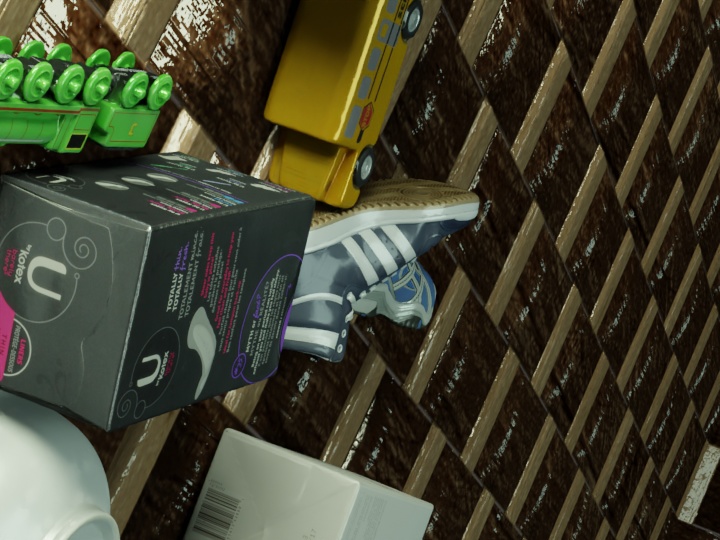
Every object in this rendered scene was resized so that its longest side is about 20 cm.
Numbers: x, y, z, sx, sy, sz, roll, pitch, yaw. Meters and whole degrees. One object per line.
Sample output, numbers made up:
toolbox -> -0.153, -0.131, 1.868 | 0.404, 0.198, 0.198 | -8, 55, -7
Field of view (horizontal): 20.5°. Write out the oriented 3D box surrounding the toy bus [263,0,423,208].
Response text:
toy bus -> -0.011, -0.148, 1.366 | 0.078, 0.065, 0.202 | 7, 102, -68

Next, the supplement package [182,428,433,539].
supplement package -> -0.041, 0.208, 1.535 | 0.122, 0.119, 0.200 | -69, 159, -5

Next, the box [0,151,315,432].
box -> -0.125, 0.006, 1.166 | 0.200, 0.105, 0.123 | -14, 120, -64

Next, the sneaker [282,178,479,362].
sneaker -> 0.000, 0.000, 1.435 | 0.199, 0.070, 0.110 | -12, 112, -34

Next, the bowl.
bowl -> -0.201, 0.168, 1.150 | 0.201, 0.090, 0.202 | -51, 152, -41

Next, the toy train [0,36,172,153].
toy train -> -0.165, -0.092, 1.078 | 0.057, 0.042, 0.200 | -63, 161, 13

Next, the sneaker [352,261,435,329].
sneaker -> 0.019, -0.004, 1.553 | 0.078, 0.075, 0.200 | -66, 160, 4
